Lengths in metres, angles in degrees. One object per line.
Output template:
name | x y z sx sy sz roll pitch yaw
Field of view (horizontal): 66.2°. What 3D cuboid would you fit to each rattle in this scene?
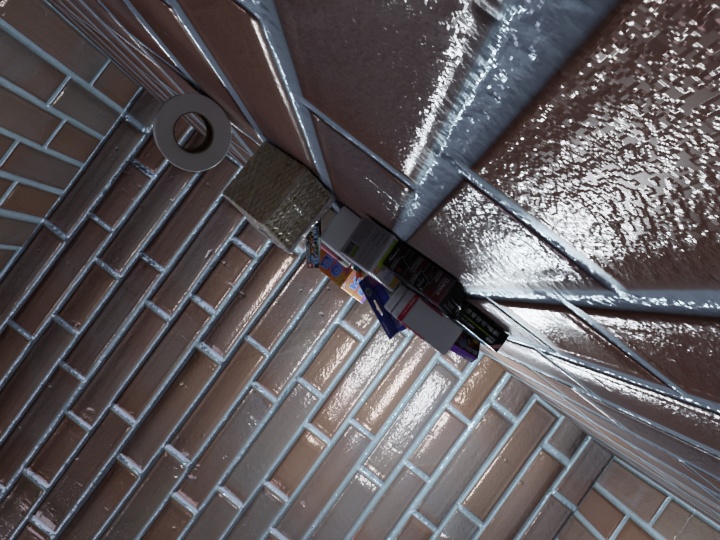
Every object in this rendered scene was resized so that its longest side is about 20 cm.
rattle | 0.000 0.000 1.720 0.141 0.199 0.132 2 114 39

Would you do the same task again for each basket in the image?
basket | -0.213 -0.194 1.437 0.197 0.201 0.161 36 173 32

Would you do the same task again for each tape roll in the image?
tape roll | -0.467 -0.383 1.524 0.202 0.204 0.139 38 178 -28

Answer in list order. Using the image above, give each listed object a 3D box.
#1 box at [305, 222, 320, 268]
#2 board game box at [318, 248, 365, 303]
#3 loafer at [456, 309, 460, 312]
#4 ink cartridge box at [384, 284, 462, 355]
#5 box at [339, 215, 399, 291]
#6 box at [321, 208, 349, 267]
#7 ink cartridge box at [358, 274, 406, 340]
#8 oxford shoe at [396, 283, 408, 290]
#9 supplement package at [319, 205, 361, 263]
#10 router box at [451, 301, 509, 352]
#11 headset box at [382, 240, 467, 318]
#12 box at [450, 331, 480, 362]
box | -0.134 -0.120 1.586 0.037 0.138 0.201 1 -145 -2
board game box | -0.039 -0.025 2.294 0.199 0.201 0.200 37 178 36
loafer | 0.246 0.101 1.550 0.069 0.071 0.200 -6 -176 0
ink cartridge box | 0.157 0.123 1.431 0.145 0.084 0.200 37 -179 -13
box | 0.048 -0.039 1.418 0.101 0.113 0.200 35 178 26
box | -0.088 -0.120 1.924 0.199 0.129 0.109 37 178 -4
ink cartridge box | 0.100 0.075 1.663 0.198 0.043 0.200 60 -143 -7
oxford shoe | 0.177 0.122 1.593 0.201 0.071 0.071 50 -171 12
supplement package | -0.039 -0.099 1.602 0.117 0.117 0.200 39 178 -2
router box | 0.329 0.154 1.607 0.149 0.062 0.200 39 179 -4
headset box | 0.168 0.029 1.353 0.199 0.075 0.149 37 179 26
box | 0.286 0.178 1.718 0.198 0.138 0.039 30 139 -12
